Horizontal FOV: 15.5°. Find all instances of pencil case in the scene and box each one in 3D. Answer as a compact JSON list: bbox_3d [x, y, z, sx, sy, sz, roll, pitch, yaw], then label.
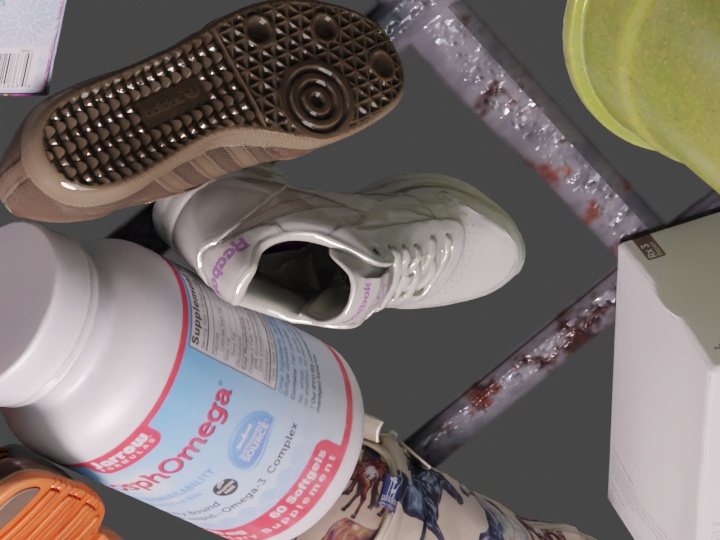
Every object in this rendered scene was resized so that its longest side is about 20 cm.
[{"bbox_3d":[0.050,0.150,1.436,0.200,0.078,0.089,28,95,-42],"label":"pencil case"}]

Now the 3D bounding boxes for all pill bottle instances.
[{"bbox_3d":[-0.099,0.051,1.248,0.200,0.109,0.109,29,110,-42],"label":"pill bottle"}]

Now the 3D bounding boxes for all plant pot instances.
[{"bbox_3d":[0.225,-0.089,1.252,0.200,0.184,0.200,-15,132,-17],"label":"plant pot"}]

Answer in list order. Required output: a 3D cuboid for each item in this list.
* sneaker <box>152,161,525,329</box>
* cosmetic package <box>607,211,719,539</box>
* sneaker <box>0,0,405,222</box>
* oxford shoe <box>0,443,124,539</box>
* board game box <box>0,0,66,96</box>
[{"bbox_3d":[0.000,0.000,1.266,0.200,0.100,0.075,4,122,-33],"label":"sneaker"},{"bbox_3d":[0.192,0.079,1.432,0.081,0.113,0.200,-15,135,-16],"label":"cosmetic package"},{"bbox_3d":[-0.076,-0.071,1.198,0.200,0.070,0.076,-17,174,-33],"label":"sneaker"},{"bbox_3d":[-0.163,0.117,1.247,0.071,0.073,0.200,-42,165,-10],"label":"oxford shoe"},{"bbox_3d":[-0.205,-0.161,1.056,0.200,0.041,0.200,-2,128,-27],"label":"board game box"}]
